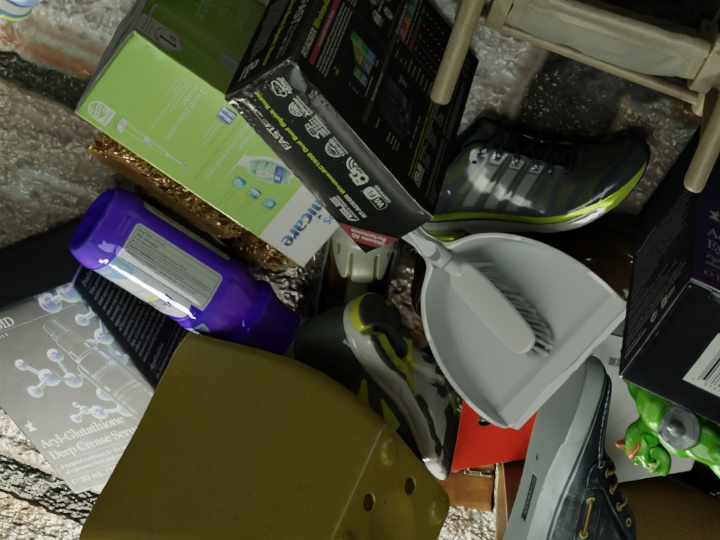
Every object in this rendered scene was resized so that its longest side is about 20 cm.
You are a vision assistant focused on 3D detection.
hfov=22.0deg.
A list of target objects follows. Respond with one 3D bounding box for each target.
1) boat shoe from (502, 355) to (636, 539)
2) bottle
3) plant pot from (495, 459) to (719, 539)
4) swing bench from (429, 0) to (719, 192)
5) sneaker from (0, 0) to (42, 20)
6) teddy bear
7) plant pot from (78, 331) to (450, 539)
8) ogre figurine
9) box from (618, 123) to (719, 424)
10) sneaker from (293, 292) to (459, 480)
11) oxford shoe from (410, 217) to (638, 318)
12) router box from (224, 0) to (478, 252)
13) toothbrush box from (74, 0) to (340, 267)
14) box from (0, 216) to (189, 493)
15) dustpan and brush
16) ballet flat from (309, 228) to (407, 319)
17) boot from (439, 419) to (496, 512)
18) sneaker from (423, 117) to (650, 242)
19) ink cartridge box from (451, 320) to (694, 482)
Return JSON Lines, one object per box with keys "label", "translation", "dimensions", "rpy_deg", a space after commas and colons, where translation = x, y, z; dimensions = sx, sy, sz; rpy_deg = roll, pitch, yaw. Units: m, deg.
{"label": "boat shoe", "translation": [0.175, 0.162, 1.425], "dimensions": [0.090, 0.071, 0.201], "rpy_deg": [12, 107, -14]}
{"label": "bottle", "translation": [-0.130, 0.011, 1.462], "dimensions": [0.200, 0.065, 0.083], "rpy_deg": [34, 164, -19]}
{"label": "plant pot", "translation": [0.216, 0.245, 1.553], "dimensions": [0.199, 0.187, 0.187], "rpy_deg": [0, 129, 0]}
{"label": "swing bench", "translation": [0.175, -0.190, 1.229], "dimensions": [0.198, 0.130, 0.201], "rpy_deg": [20, 125, -1]}
{"label": "sneaker", "translation": [-0.275, -0.273, 1.317], "dimensions": [0.082, 0.074, 0.200], "rpy_deg": [-23, 127, 27]}
{"label": "teddy bear", "translation": [-0.114, -0.065, 1.434], "dimensions": [0.200, 0.067, 0.145], "rpy_deg": [34, 164, -17]}
{"label": "plant pot", "translation": [-0.051, 0.183, 1.411], "dimensions": [0.199, 0.196, 0.194], "rpy_deg": [2, 144, 37]}
{"label": "ogre figurine", "translation": [0.255, 0.112, 1.355], "dimensions": [0.120, 0.200, 0.098], "rpy_deg": [28, 122, -13]}
{"label": "box", "translation": [0.276, 0.010, 1.314], "dimensions": [0.147, 0.200, 0.104], "rpy_deg": [24, 130, -7]}
{"label": "sneaker", "translation": [0.015, 0.094, 1.473], "dimensions": [0.084, 0.075, 0.200], "rpy_deg": [-9, 130, 26]}
{"label": "oxford shoe", "translation": [0.134, 0.012, 1.431], "dimensions": [0.199, 0.085, 0.073], "rpy_deg": [-11, 123, 20]}
{"label": "router box", "translation": [-0.001, -0.131, 1.269], "dimensions": [0.062, 0.200, 0.150], "rpy_deg": [-26, 118, 32]}
{"label": "toothbrush box", "translation": [-0.087, -0.120, 1.336], "dimensions": [0.200, 0.146, 0.086], "rpy_deg": [36, 121, -14]}
{"label": "box", "translation": [-0.224, 0.069, 1.557], "dimensions": [0.148, 0.107, 0.200], "rpy_deg": [-19, 120, 28]}
{"label": "dustpan and brush", "translation": [0.079, 0.007, 1.361], "dimensions": [0.200, 0.057, 0.140], "rpy_deg": [46, 109, 13]}
{"label": "ballet flat", "translation": [0.000, 0.000, 1.465], "dimensions": [0.072, 0.072, 0.201], "rpy_deg": [14, 130, 3]}
{"label": "boot", "translation": [0.014, 0.133, 1.559], "dimensions": [0.199, 0.069, 0.189], "rpy_deg": [6, 131, 17]}
{"label": "sneaker", "translation": [0.116, -0.074, 1.375], "dimensions": [0.199, 0.074, 0.081], "rpy_deg": [-11, 122, 21]}
{"label": "ink cartridge box", "translation": [0.182, 0.104, 1.460], "dimensions": [0.199, 0.057, 0.163], "rpy_deg": [-11, 134, -20]}
